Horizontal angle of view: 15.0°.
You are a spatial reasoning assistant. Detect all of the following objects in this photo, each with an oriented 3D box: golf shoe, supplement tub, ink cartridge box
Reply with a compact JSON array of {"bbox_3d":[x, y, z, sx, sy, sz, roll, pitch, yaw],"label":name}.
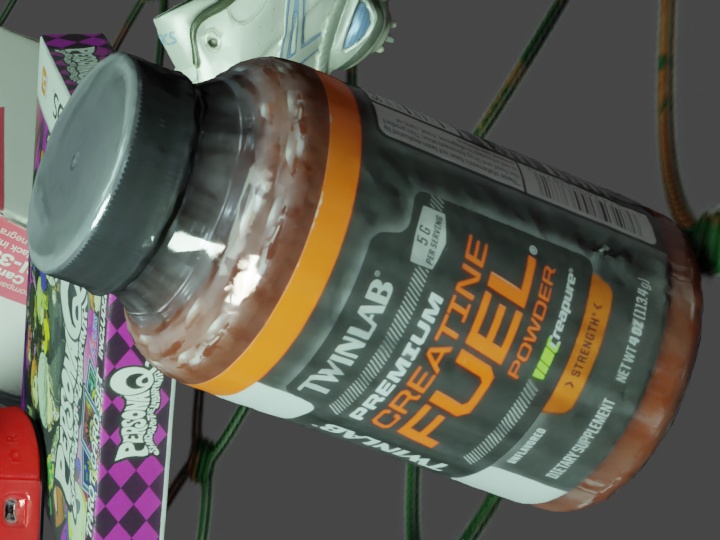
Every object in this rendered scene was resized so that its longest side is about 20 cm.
[{"bbox_3d":[-0.052,-0.071,1.134,0.078,0.097,0.200,11,82,63],"label":"golf shoe"},{"bbox_3d":[0.000,0.000,0.849,0.107,0.200,0.107,-45,35,43],"label":"supplement tub"},{"bbox_3d":[-0.193,0.002,1.374,0.200,0.083,0.147,-51,31,33],"label":"ink cartridge box"}]

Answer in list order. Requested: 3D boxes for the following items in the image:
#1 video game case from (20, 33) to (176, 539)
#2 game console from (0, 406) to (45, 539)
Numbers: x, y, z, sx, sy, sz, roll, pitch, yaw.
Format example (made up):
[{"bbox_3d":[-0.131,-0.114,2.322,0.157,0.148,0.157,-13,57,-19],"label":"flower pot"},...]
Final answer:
[{"bbox_3d":[-0.113,0.022,1.170,0.181,0.036,0.200,-122,34,-60],"label":"video game case"},{"bbox_3d":[-0.188,0.165,1.256,0.177,0.031,0.200,167,107,-65],"label":"game console"}]
